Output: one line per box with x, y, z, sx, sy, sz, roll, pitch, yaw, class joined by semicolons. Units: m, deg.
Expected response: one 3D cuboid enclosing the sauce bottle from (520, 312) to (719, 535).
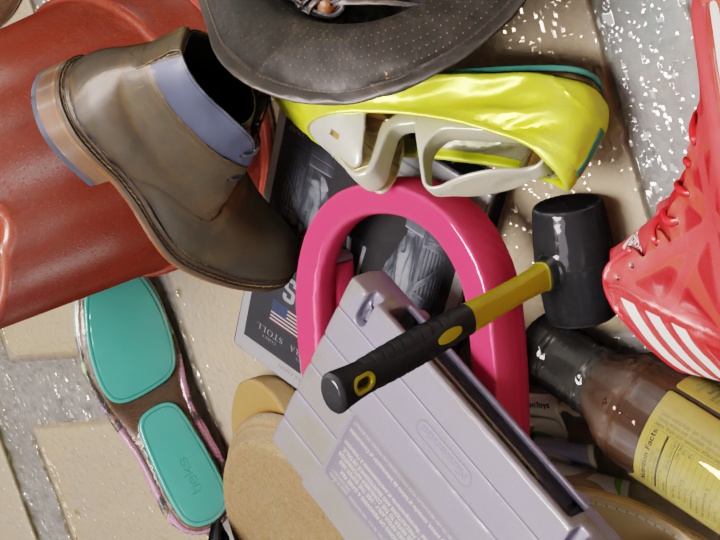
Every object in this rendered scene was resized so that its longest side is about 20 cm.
0.163;0.082;0.776;0.199;0.064;0.065;35;131;37;sauce bottle

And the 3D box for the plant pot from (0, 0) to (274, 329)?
-0.187;-0.063;0.922;0.199;0.194;0.203;19;122;34;plant pot

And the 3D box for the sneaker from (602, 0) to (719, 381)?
0.152;-0.033;0.721;0.115;0.078;0.203;-2;108;40;sneaker

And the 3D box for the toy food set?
-0.021;0.175;0.983;0.199;0.048;0.200;28;134;42;toy food set

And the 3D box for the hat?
0.011;-0.151;0.766;0.199;0.202;0.081;26;165;29;hat

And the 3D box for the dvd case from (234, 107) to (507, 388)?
0.000;0.000;0.909;0.150;0.025;0.202;33;128;25;dvd case

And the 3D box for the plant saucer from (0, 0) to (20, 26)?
-0.298;-0.251;1.040;0.199;0.037;0.203;19;122;34;plant saucer

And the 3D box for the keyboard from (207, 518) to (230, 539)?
-0.052;0.265;1.025;0.039;0.104;0.202;-17;118;11;keyboard

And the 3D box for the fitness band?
0.028;0.049;0.848;0.142;0.037;0.203;6;107;41;fitness band

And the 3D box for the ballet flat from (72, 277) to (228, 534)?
-0.146;0.086;1.060;0.202;0.069;0.071;66;161;-5;ballet flat

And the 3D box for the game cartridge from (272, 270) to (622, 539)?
0.039;0.114;0.803;0.200;0.038;0.130;49;133;28;game cartridge

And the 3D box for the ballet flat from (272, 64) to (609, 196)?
0.029;-0.071;0.793;0.198;0.067;0.068;6;72;28;ballet flat

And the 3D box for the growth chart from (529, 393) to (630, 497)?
0.101;0.155;0.886;0.143;0.018;0.202;-7;106;31;growth chart

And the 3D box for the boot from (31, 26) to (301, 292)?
-0.074;-0.054;0.833;0.096;0.076;0.200;-18;141;33;boot

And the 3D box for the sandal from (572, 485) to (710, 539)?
0.151;0.171;0.773;0.209;0.070;0.078;16;124;7;sandal

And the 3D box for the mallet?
0.058;0.030;0.751;0.041;0.199;0.067;7;122;46;mallet
